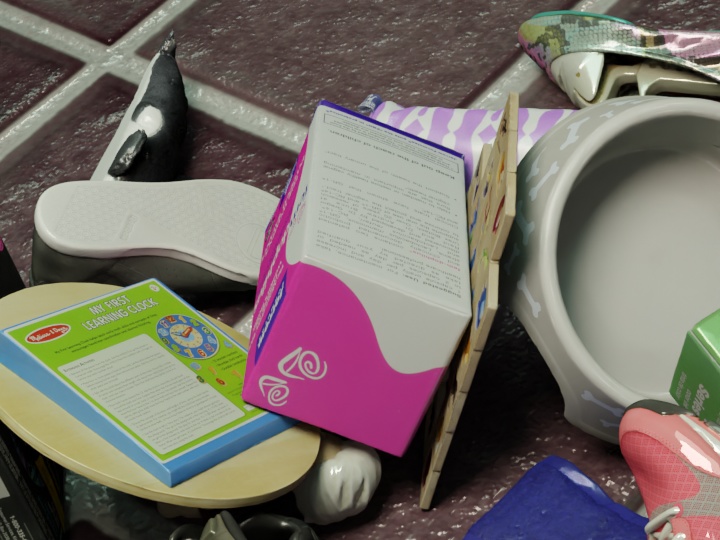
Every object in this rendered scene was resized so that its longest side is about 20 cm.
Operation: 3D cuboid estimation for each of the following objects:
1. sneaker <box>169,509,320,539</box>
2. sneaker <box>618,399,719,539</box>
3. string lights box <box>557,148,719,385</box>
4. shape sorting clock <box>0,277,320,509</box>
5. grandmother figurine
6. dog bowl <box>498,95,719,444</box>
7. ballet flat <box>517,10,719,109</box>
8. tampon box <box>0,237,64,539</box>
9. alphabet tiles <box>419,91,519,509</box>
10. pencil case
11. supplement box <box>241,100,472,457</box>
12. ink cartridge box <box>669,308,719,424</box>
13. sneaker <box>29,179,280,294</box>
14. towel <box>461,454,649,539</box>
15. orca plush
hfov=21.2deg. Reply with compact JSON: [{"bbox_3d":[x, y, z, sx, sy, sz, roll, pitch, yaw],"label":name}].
[{"bbox_3d":[-0.090,0.198,0.976,0.076,0.115,0.199,27,59,40],"label":"sneaker"},{"bbox_3d":[0.166,0.155,0.908,0.086,0.074,0.201,-23,73,-19],"label":"sneaker"},{"bbox_3d":[0.197,-0.021,1.119,0.199,0.103,0.059,-30,0,-13],"label":"string lights box"},{"bbox_3d":[-0.116,0.066,1.044,0.198,0.039,0.201,21,27,-11],"label":"shape sorting clock"},{"bbox_3d":[-0.074,0.099,1.118,0.199,0.061,0.122,16,60,34],"label":"grandmother figurine"},{"bbox_3d":[0.172,-0.002,1.049,0.199,0.201,0.059,-29,1,-14],"label":"dog bowl"},{"bbox_3d":[0.189,-0.129,1.278,0.198,0.069,0.072,9,67,25],"label":"ballet flat"},{"bbox_3d":[-0.253,0.083,1.120,0.125,0.151,0.201,-15,42,3],"label":"tampon box"},{"bbox_3d":[0.061,0.007,1.075,0.007,0.201,0.168,11,44,-4],"label":"alphabet tiles"},{"bbox_3d":[0.096,-0.065,1.225,0.198,0.085,0.085,6,23,21],"label":"pencil case"},{"bbox_3d":[0.000,0.000,1.108,0.102,0.102,0.201,20,27,-10],"label":"supplement box"},{"bbox_3d":[0.273,0.085,0.953,0.144,0.084,0.201,-30,66,-15],"label":"ink cartridge box"},{"bbox_3d":[-0.123,-0.004,1.235,0.198,0.099,0.071,4,56,-24],"label":"sneaker"},{"bbox_3d":[0.084,0.193,0.977,0.199,0.050,0.147,-37,42,-24],"label":"towel"},{"bbox_3d":[-0.144,-0.068,1.332,0.105,0.071,0.201,-47,20,37],"label":"orca plush"}]
